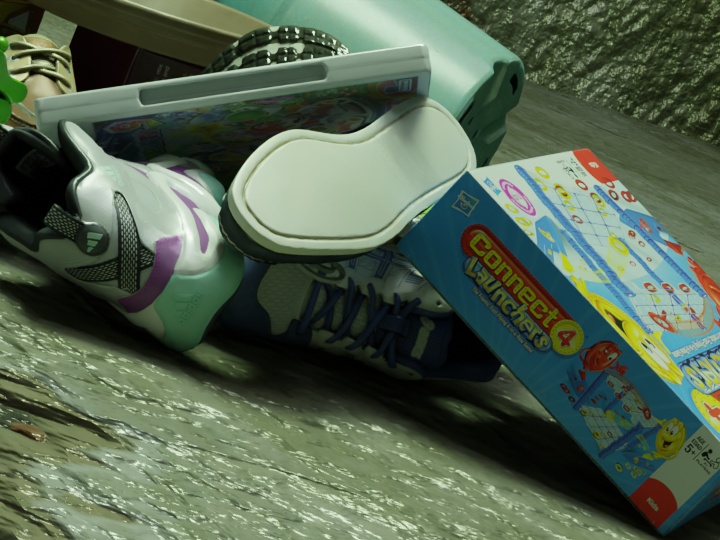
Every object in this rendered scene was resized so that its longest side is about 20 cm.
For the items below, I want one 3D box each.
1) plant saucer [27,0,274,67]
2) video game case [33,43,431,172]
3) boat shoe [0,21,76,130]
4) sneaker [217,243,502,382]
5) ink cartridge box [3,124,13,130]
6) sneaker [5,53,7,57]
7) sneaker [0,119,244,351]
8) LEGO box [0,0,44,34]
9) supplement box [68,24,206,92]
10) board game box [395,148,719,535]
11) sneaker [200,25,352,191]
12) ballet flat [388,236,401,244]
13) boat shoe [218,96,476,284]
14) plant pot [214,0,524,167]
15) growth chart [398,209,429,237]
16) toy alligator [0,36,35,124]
[{"bbox_3d":[-0.136,-0.165,1.917,0.200,0.030,0.200,18,9,-3],"label":"plant saucer"},{"bbox_3d":[-0.064,-0.078,1.566,0.200,0.018,0.143,-8,-12,-2],"label":"video game case"},{"bbox_3d":[-0.208,-0.108,1.809,0.076,0.074,0.200,17,9,-25],"label":"boat shoe"},{"bbox_3d":[0.005,0.015,1.553,0.088,0.075,0.200,28,11,36],"label":"sneaker"},{"bbox_3d":[-0.266,-0.075,1.581,0.200,0.047,0.198,23,7,0],"label":"ink cartridge box"},{"bbox_3d":[-0.290,-0.132,1.747,0.199,0.080,0.130,-7,-30,33],"label":"sneaker"},{"bbox_3d":[-0.136,-0.041,1.473,0.140,0.078,0.200,33,4,-19],"label":"sneaker"},{"bbox_3d":[-0.315,-0.169,1.920,0.149,0.077,0.200,24,9,17],"label":"LEGO box"},{"bbox_3d":[-0.091,-0.093,1.963,0.200,0.086,0.110,16,10,-29],"label":"supplement box"},{"bbox_3d":[0.134,0.030,1.537,0.196,0.056,0.200,47,20,11],"label":"board game box"},{"bbox_3d":[-0.061,-0.072,1.704,0.089,0.077,0.200,33,-41,-32],"label":"sneaker"},{"bbox_3d":[0.000,0.000,1.676,0.069,0.063,0.200,25,9,23],"label":"ballet flat"},{"bbox_3d":[-0.015,-0.037,1.484,0.075,0.062,0.200,53,33,2],"label":"boat shoe"},{"bbox_3d":[-0.001,-0.136,2.149,0.196,0.200,0.200,31,11,16],"label":"plant pot"},{"bbox_3d":[0.033,-0.032,1.665,0.145,0.018,0.200,22,9,29],"label":"growth chart"},{"bbox_3d":[-0.217,-0.114,1.616,0.200,0.054,0.059,15,10,-44],"label":"toy alligator"}]
